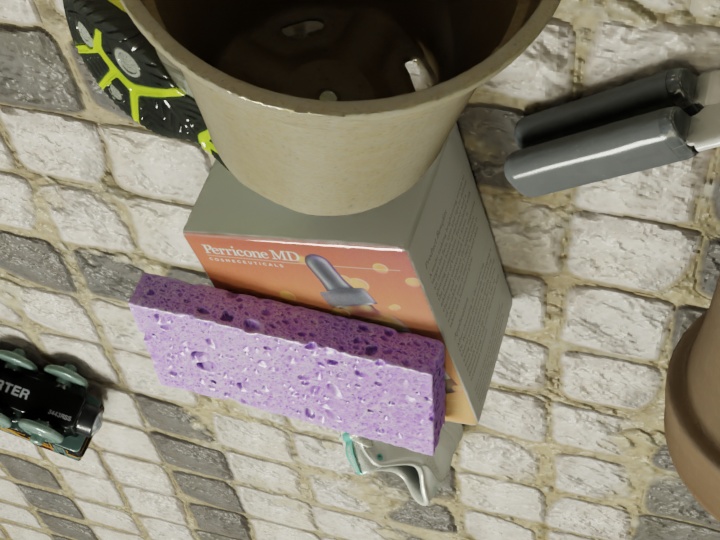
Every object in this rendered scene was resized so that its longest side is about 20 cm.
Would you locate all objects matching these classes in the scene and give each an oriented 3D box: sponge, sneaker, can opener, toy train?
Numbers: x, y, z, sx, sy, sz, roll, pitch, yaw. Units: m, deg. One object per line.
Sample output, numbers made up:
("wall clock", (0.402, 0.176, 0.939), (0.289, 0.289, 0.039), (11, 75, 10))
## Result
("sponge", (-0.044, 0.061, 0.815), (0.200, 0.030, 0.112), (13, 148, 11))
("sneaker", (-0.089, -0.117, 0.741), (0.200, 0.076, 0.075), (35, 153, 11))
("sneaker", (0.001, 0.121, 1.027), (0.200, 0.089, 0.075), (36, 146, -23))
("can opener", (0.170, -0.074, 0.673), (0.200, 0.053, 0.066), (-10, 138, 39))
("toy train", (-0.346, 0.126, 1.240), (0.200, 0.085, 0.114), (19, 158, 3))

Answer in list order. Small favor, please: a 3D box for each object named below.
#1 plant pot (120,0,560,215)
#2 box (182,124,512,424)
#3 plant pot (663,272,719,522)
("plant pot", (-0.014, -0.121, 0.600), (0.200, 0.201, 0.184), (18, 160, 3))
("box", (0.000, 0.000, 0.828), (0.152, 0.106, 0.200), (5, 145, 24))
("plant pot", (0.265, 0.031, 0.669), (0.200, 0.200, 0.175), (7, 133, 20))
